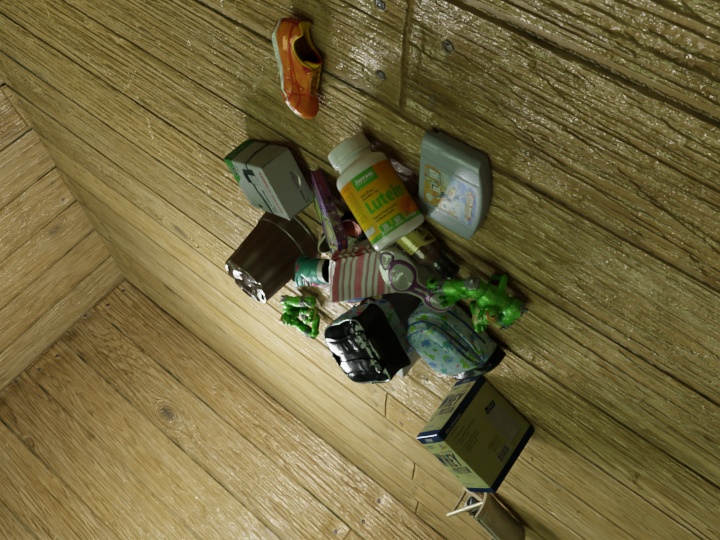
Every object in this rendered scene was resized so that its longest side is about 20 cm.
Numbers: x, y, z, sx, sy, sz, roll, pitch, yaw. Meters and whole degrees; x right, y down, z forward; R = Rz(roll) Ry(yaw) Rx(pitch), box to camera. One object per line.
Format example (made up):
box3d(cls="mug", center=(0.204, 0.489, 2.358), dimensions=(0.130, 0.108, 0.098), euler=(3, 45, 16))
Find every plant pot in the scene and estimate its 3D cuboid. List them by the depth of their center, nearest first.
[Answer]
box3d(cls="plant pot", center=(-0.242, -0.034, 1.696), dimensions=(0.199, 0.199, 0.201), euler=(34, 155, 18))

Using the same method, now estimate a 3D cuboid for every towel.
box3d(cls="towel", center=(0.030, 0.006, 1.362), dimensions=(0.148, 0.196, 0.030), euler=(93, 165, -47))

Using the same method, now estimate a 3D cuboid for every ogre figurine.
box3d(cls="ogre figurine", center=(0.235, 0.057, 1.238), dimensions=(0.200, 0.098, 0.120), euler=(45, 154, -11))
box3d(cls="ogre figurine", center=(-0.191, 0.139, 2.014), dimensions=(0.118, 0.100, 0.200), euler=(16, 163, 13))

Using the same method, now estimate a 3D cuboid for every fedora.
box3d(cls="fedora", center=(0.096, 0.105, 1.533), dimensions=(0.175, 0.090, 0.202), euler=(22, 148, 38))

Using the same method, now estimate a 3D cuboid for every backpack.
box3d(cls="backpack", center=(0.195, 0.151, 1.419), dimensions=(0.202, 0.153, 0.163), euler=(58, 148, -4))
box3d(cls="backpack", center=(0.013, 0.166, 1.467), dimensions=(0.199, 0.150, 0.179), euler=(-25, 98, 52))

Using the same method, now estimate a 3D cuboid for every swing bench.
box3d(cls="swing bench", center=(0.441, 0.855, 2.179), dimensions=(0.199, 0.130, 0.200), euler=(46, 150, -6))

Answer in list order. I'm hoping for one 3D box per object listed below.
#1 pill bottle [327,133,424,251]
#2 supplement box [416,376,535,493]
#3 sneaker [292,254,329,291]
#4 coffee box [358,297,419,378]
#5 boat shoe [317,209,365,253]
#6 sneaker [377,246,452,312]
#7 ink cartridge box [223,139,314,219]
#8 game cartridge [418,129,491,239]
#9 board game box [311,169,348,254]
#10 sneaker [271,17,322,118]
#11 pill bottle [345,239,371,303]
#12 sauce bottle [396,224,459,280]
box3d(cls="pill bottle", center=(0.024, -0.149, 1.189), dimensions=(0.202, 0.110, 0.111), euler=(58, 155, 2))
box3d(cls="supplement box", center=(0.288, 0.411, 1.601), dimensions=(0.200, 0.200, 0.134), euler=(44, 155, -2))
box3d(cls="sneaker", center=(-0.113, 0.015, 1.639), dimensions=(0.119, 0.085, 0.200), euler=(8, 165, 20))
box3d(cls="coffee box", center=(0.064, 0.170, 1.662), dimensions=(0.199, 0.115, 0.080), euler=(32, 154, 25))
box3d(cls="boat shoe", center=(-0.042, -0.084, 1.476), dimensions=(0.071, 0.063, 0.199), euler=(49, 154, -10))
box3d(cls="sneaker", center=(0.111, 0.010, 1.331), dimensions=(0.199, 0.075, 0.100), euler=(35, -156, -22))
box3d(cls="ink cartridge box", center=(-0.213, -0.213, 1.476), dimensions=(0.199, 0.083, 0.148), euler=(21, 146, 51))
box3d(cls="game cartridge", center=(0.163, -0.141, 1.108), dimensions=(0.133, 0.041, 0.201), euler=(36, 155, 24))
box3d(cls="board game box", center=(-0.066, -0.107, 1.389), dimensions=(0.121, 0.032, 0.202), euler=(83, 168, -58))
box3d(cls="sneaker", center=(-0.102, -0.349, 1.136), dimensions=(0.076, 0.074, 0.201), euler=(19, 151, 23))
box3d(cls="pill bottle", center=(0.000, 0.000, 1.488), dimensions=(0.112, 0.112, 0.200), euler=(43, 155, -1))
box3d(cls="sauce bottle", center=(0.116, -0.059, 1.277), dimensions=(0.200, 0.065, 0.065), euler=(43, 156, -3))
